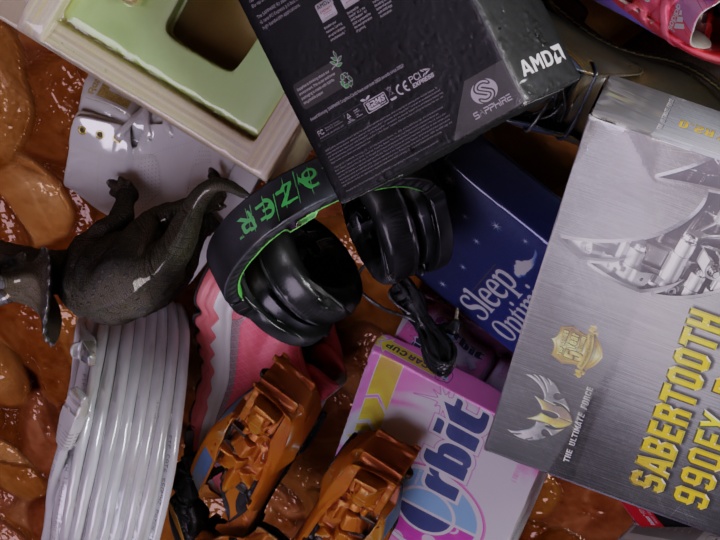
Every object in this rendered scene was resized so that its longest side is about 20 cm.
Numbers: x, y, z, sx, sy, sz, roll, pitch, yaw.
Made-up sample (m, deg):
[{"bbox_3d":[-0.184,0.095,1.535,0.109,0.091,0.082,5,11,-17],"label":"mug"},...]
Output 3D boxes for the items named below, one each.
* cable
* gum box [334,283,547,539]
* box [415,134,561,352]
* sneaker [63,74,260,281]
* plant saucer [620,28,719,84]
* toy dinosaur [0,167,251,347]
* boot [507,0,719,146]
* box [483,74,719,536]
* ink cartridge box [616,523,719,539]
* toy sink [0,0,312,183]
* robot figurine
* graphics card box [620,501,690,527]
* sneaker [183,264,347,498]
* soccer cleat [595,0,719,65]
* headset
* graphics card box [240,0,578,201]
[{"bbox_3d":[-0.146,0.105,1.463,0.069,0.200,0.200,9,115,-6],"label":"cable"},{"bbox_3d":[0.049,0.110,1.432,0.113,0.066,0.200,27,135,9],"label":"gum box"},{"bbox_3d":[0.085,-0.004,1.319,0.200,0.032,0.121,39,152,1],"label":"box"},{"bbox_3d":[-0.102,-0.081,1.365,0.115,0.074,0.200,35,137,-3],"label":"sneaker"},{"bbox_3d":[0.198,-0.038,1.246,0.200,0.035,0.201,17,133,20],"label":"plant saucer"},{"bbox_3d":[-0.121,-0.003,1.328,0.200,0.102,0.077,-3,132,44],"label":"toy dinosaur"},{"bbox_3d":[0.107,-0.075,1.186,0.200,0.097,0.075,37,124,25],"label":"boot"},{"bbox_3d":[0.160,0.024,1.164,0.158,0.048,0.200,20,123,6],"label":"box"},{"bbox_3d":[0.256,0.217,1.370,0.200,0.045,0.176,3,128,52],"label":"ink cartridge box"},{"bbox_3d":[-0.093,-0.147,1.238,0.200,0.112,0.131,33,91,5],"label":"toy sink"},{"bbox_3d":[-0.047,0.141,1.425,0.145,0.058,0.200,34,136,6],"label":"robot figurine"},{"bbox_3d":[0.223,0.089,1.274,0.200,0.051,0.125,-2,150,25],"label":"graphics card box"},{"bbox_3d":[-0.052,0.072,1.459,0.087,0.074,0.200,18,132,16],"label":"sneaker"},{"bbox_3d":[0.146,-0.139,1.162,0.200,0.073,0.068,20,134,21],"label":"soccer cleat"},{"bbox_3d":[0.000,0.000,1.273,0.123,0.200,0.094,-30,70,9],"label":"headset"},{"bbox_3d":[0.001,-0.146,1.119,0.125,0.051,0.200,-28,88,41],"label":"graphics card box"}]
